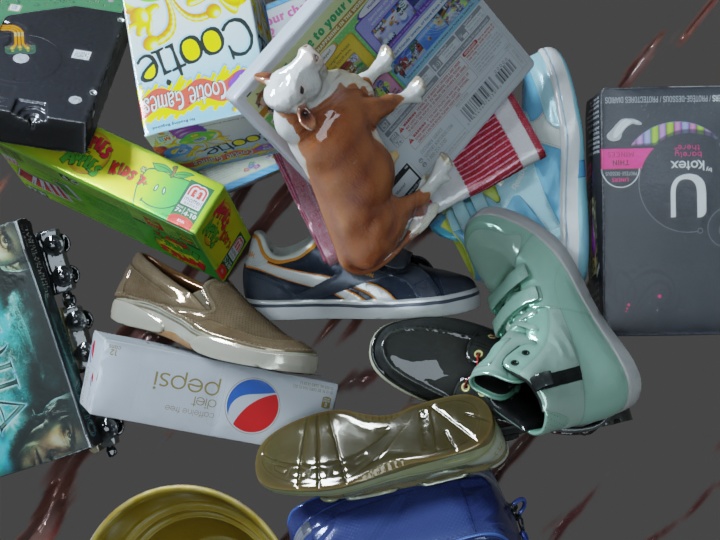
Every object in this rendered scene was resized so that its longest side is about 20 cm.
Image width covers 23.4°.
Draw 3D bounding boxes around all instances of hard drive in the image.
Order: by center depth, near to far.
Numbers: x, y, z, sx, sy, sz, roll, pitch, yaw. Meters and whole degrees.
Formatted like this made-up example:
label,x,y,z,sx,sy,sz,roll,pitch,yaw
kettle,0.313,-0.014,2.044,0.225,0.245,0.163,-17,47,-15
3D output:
label,x,y,z,sx,sy,sz,roll,pitch,yaw
hard drive,-0.266,-0.174,1.403,0.139,0.200,0.038,9,132,0

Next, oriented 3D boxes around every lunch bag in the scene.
label,x,y,z,sx,sy,sz,roll,pitch,yaw
lunch bag,0.046,0.232,1.416,0.200,0.132,0.136,-20,126,-1

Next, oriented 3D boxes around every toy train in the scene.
label,x,y,z,sx,sy,sz,roll,pitch,yaw
toy train,-0.246,0.064,1.474,0.046,0.034,0.200,-16,90,5

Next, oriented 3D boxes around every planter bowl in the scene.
label,x,y,z,sx,sy,sz,roll,pitch,yaw
planter bowl,-0.130,0.275,1.440,0.200,0.083,0.201,-1,87,17

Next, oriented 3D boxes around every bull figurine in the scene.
label,x,y,z,sx,sy,sz,roll,pitch,yaw
bull figurine,-0.003,-0.094,1.298,0.121,0.065,0.200,-32,126,-21

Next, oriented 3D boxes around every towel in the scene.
label,x,y,z,sx,sy,sz,roll,pitch,yaw
towel,0.032,-0.108,1.419,0.200,0.023,0.144,-26,73,1

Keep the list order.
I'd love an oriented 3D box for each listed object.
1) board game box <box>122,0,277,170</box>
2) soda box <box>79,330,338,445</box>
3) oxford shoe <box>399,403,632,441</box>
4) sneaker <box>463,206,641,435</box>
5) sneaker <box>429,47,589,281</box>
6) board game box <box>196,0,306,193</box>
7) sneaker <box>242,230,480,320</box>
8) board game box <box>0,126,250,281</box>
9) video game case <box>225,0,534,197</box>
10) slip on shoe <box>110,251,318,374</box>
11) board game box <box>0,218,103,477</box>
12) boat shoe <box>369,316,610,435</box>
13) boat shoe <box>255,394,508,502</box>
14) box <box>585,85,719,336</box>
label,x,y,z,sx,sy,sz,roll,pitch,yaw
board game box,-0.129,-0.194,1.397,0.105,0.103,0.200,-12,75,4
soda box,-0.125,0.101,1.431,0.200,0.068,0.064,12,91,-16
oxford shoe,0.122,0.102,1.457,0.199,0.073,0.085,-9,86,-10
sneaker,0.117,0.037,1.338,0.118,0.074,0.201,-17,60,-37
sneaker,0.119,-0.083,1.447,0.130,0.080,0.201,-4,90,-1
board game box,-0.065,-0.157,1.469,0.200,0.034,0.135,-22,91,1
sneaker,0.000,0.000,1.448,0.199,0.078,0.080,-1,96,2
board game box,-0.194,-0.068,1.407,0.200,0.102,0.048,25,74,18
video game case,0.019,-0.149,1.348,0.200,0.022,0.182,-49,122,-7
slip on shoe,-0.118,0.036,1.424,0.200,0.076,0.061,17,92,35
board game box,-0.309,0.071,1.461,0.135,0.028,0.200,-19,90,17
boat shoe,0.107,0.081,1.392,0.201,0.063,0.074,17,82,-4
boat shoe,0.016,0.148,1.384,0.200,0.063,0.073,-15,53,13
box,0.251,-0.048,1.431,0.122,0.106,0.201,-2,91,1
